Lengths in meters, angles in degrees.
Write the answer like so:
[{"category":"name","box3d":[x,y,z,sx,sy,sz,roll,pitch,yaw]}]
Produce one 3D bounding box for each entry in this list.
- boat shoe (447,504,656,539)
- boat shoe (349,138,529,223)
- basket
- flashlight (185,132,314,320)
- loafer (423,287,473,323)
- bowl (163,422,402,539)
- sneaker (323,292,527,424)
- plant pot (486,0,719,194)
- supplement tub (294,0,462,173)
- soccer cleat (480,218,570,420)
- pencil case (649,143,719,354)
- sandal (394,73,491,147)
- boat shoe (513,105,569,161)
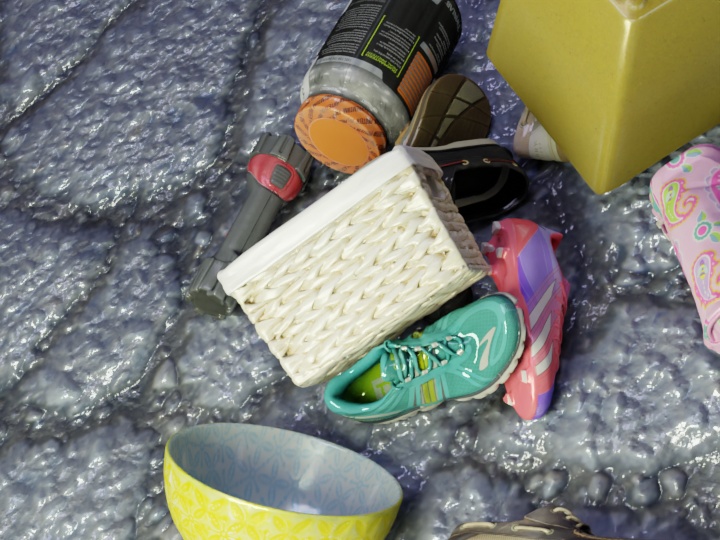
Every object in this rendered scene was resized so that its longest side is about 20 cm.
[{"category":"boat shoe","box3d":[0.148,0.215,1.300,0.198,0.075,0.074,-4,48,23]},{"category":"boat shoe","box3d":[0.066,-0.073,1.575,0.199,0.074,0.063,-15,39,-28]},{"category":"basket","box3d":[0.000,0.000,1.455,0.199,0.135,0.124,-34,83,11]},{"category":"flashlight","box3d":[-0.113,-0.044,1.695,0.067,0.068,0.201,10,60,29]},{"category":"loafer","box3d":[0.018,-0.007,1.581,0.199,0.071,0.068,19,60,39]},{"category":"bowl","box3d":[-0.073,0.209,1.379,0.199,0.199,0.109,24,106,41]},{"category":"sneaker","box3d":[0.055,0.082,1.434,0.199,0.079,0.078,-31,68,29]},{"category":"plant pot","box3d":[0.243,-0.231,1.523,0.194,0.201,0.195,-31,66,-12]},{"category":"supplement tub","box3d":[0.016,-0.204,1.731,0.121,0.123,0.201,6,52,32]},{"category":"soccer cleat","box3d":[0.154,0.039,1.475,0.076,0.067,0.202,5,52,-16]},{"category":"pencil case","box3d":[0.304,-0.016,1.431,0.087,0.088,0.201,-21,43,8]},{"category":"sandal","box3d":[0.064,-0.113,1.666,0.054,0.080,0.201,-12,45,52]},{"category":"boat shoe","box3d":[0.196,-0.192,1.665,0.064,0.072,0.202,1,56,27]}]
